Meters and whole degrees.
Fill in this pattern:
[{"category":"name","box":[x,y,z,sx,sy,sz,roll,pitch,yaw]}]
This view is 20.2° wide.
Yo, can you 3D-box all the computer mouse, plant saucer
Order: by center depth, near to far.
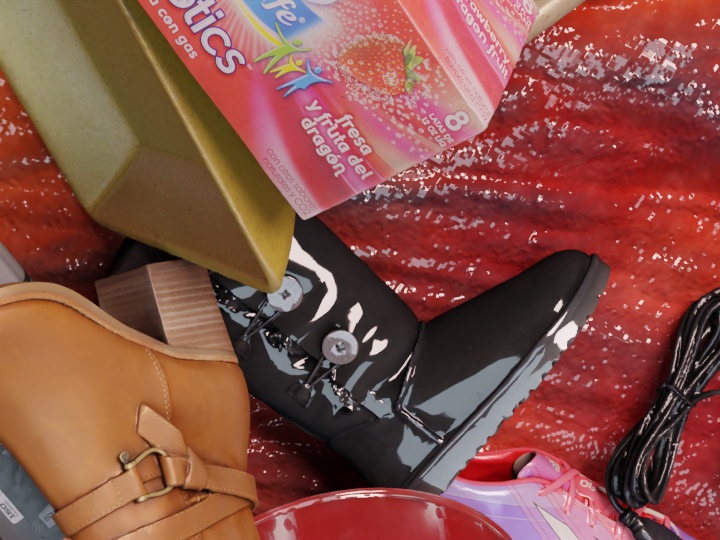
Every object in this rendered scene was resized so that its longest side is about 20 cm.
[{"category":"plant saucer","box":[-0.108,-0.099,0.882,0.048,0.200,0.201,-37,117,-20]},{"category":"computer mouse","box":[0.224,0.114,1.034,0.199,0.046,0.141,35,86,-16]}]

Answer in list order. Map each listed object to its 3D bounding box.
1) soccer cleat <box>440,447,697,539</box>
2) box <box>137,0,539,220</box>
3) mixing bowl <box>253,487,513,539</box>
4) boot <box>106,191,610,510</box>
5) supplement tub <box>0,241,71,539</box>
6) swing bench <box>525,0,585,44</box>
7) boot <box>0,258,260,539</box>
[{"category":"soccer cleat","box":[0.111,0.132,1.052,0.199,0.067,0.077,14,108,-6]},{"category":"box","box":[-0.029,-0.137,0.775,0.094,0.103,0.200,-25,112,31]},{"category":"mixing bowl","box":[0.000,0.215,0.980,0.199,0.109,0.201,-6,130,-7]},{"category":"boot","box":[-0.001,0.001,0.987,0.200,0.066,0.165,40,90,-2]},{"category":"supplement tub","box":[-0.176,0.081,0.982,0.122,0.123,0.200,-33,112,11]},{"category":"swing bench","box":[0.079,-0.229,0.862,0.199,0.130,0.200,-30,111,4]},{"category":"boot","box":[-0.127,0.082,0.884,0.199,0.074,0.156,-10,85,-35]}]
